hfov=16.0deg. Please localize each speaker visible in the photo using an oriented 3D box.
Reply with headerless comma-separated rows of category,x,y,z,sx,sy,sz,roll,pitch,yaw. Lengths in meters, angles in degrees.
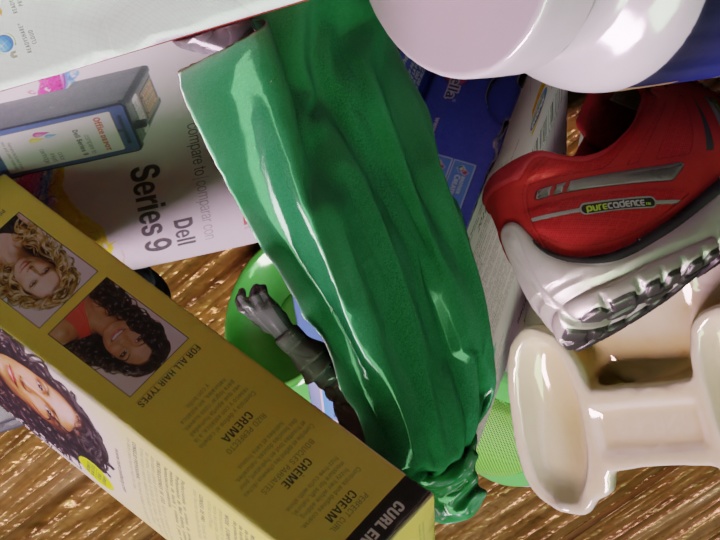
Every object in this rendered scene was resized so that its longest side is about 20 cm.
speaker,0.031,0.043,1.181,0.088,0.089,0.200,-34,144,29

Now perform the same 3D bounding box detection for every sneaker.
sneaker,0.124,-0.049,0.935,0.200,0.085,0.077,-30,173,-38

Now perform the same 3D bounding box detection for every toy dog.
toy dog,0.155,-0.005,1.078,0.139,0.195,0.200,-20,-176,41

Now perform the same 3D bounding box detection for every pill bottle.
pill bottle,0.102,-0.121,0.870,0.199,0.116,0.116,-10,153,-39

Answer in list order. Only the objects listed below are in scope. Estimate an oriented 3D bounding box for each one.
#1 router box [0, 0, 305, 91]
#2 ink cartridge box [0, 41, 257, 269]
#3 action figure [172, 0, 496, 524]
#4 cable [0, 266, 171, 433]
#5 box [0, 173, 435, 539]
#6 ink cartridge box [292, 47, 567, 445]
router box,-0.087,-0.161,0.738,0.179,0.049,0.201,-17,117,3
ink cartridge box,-0.124,-0.064,0.936,0.199,0.088,0.146,-13,149,-7
action figure,0.000,0.000,0.863,0.055,0.201,0.118,-3,-154,42
cable,-0.174,0.032,1.029,0.199,0.163,0.051,-20,106,-3
box,-0.065,0.053,0.883,0.050,0.200,0.075,-45,155,-23
ink cartridge box,0.028,-0.036,0.988,0.076,0.137,0.200,16,151,11
